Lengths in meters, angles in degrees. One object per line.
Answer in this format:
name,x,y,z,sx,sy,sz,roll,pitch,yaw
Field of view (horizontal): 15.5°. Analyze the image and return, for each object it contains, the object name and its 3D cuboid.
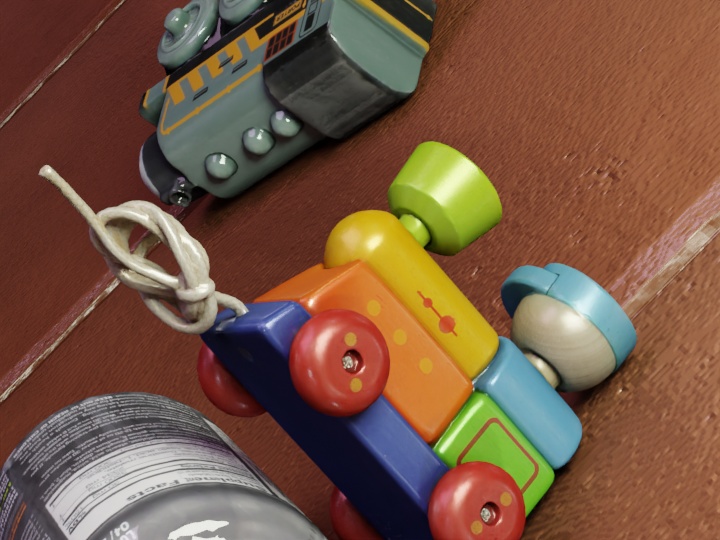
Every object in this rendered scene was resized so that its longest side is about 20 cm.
toy train,-0.040,-0.105,1.340,0.200,0.085,0.114,-29,35,40
toy train,0.000,0.000,0.874,0.116,0.200,0.085,-49,19,-22
pill bottle,-0.064,0.114,0.914,0.106,0.106,0.200,-47,20,-3
